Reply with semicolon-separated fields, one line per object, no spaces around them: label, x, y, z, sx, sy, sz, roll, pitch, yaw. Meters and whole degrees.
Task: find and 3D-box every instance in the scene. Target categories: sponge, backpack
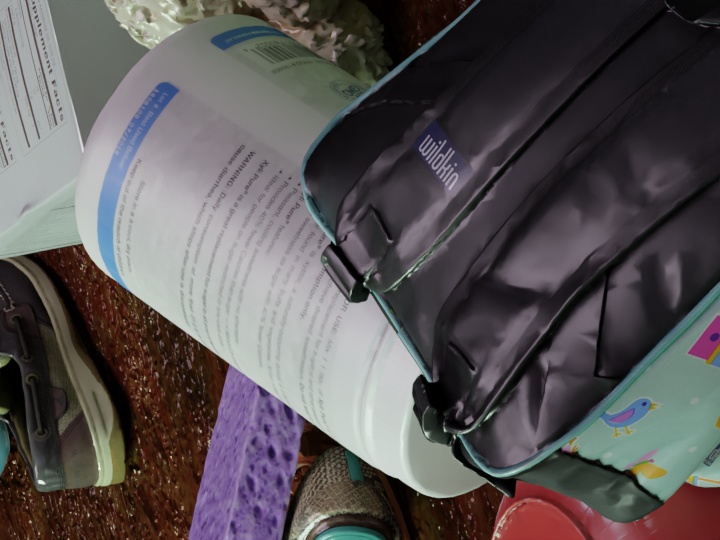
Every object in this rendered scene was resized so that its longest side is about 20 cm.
sponge;-0.057;0.108;1.369;0.112;0.030;0.201;163;120;-77
backpack;0.106;-0.033;0.959;0.200;0.153;0.176;-50;48;23

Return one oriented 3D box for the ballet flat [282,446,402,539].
ballet flat;-0.026;0.166;1.379;0.075;0.068;0.201;-99;23;-51

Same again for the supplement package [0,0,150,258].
supplement package;-0.140;-0.086;1.481;0.200;0.113;0.110;-27;76;61

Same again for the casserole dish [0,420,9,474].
casserole dish;-0.260;0.089;1.824;0.200;0.039;0.122;128;125;-73

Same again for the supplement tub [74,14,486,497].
supplement tub;-0.011;-0.009;1.180;0.200;0.132;0.132;35;132;31

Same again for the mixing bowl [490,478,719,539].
mixing bowl;0.117;0.120;1.060;0.200;0.108;0.201;29;123;57

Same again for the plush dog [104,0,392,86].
plush dog;-0.053;-0.182;1.270;0.172;0.160;0.200;-49;52;29

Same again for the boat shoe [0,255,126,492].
boat shoe;-0.203;0.060;1.707;0.201;0.066;0.072;53;146;43

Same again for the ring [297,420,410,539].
ring;-0.021;0.164;1.442;0.200;0.019;0.201;34;129;56
